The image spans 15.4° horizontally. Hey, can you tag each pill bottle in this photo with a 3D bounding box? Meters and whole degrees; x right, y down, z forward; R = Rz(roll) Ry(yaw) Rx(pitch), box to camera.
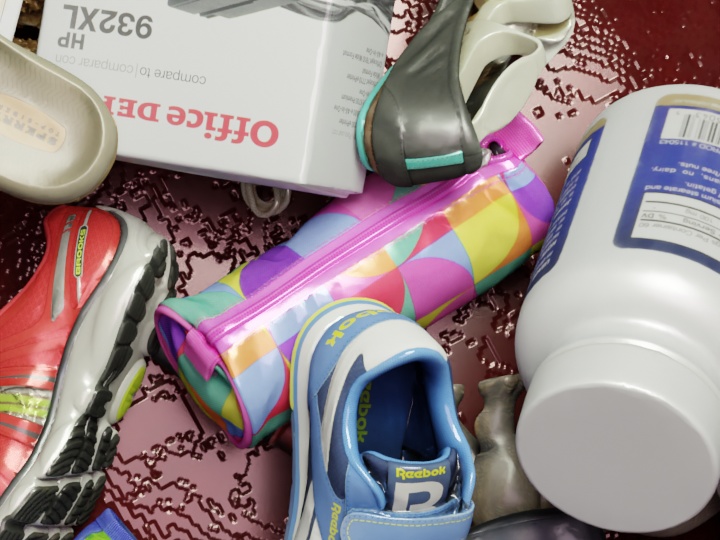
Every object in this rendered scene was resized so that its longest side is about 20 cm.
[{"bbox_3d":[0.135,0.018,1.207,0.120,0.120,0.200,27,44,-3],"label":"pill bottle"}]

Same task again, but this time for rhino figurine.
[{"bbox_3d":[0.133,0.088,1.291,0.200,0.060,0.088,-7,85,-13],"label":"rhino figurine"}]

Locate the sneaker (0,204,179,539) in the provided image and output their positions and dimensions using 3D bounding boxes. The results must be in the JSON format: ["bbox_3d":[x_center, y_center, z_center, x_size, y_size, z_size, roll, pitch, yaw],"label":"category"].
[{"bbox_3d":[-0.158,0.062,1.264,0.085,0.077,0.200,24,84,19],"label":"sneaker"}]

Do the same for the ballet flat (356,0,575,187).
[{"bbox_3d":[0.062,-0.110,1.261,0.068,0.068,0.200,4,48,24],"label":"ballet flat"}]

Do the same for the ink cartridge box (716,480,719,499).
[{"bbox_3d":[0.263,0.130,1.261,0.146,0.085,0.200,-25,103,-17],"label":"ink cartridge box"}]

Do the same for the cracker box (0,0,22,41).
[{"bbox_3d":[-0.220,-0.143,1.208,0.134,0.058,0.200,15,92,-16],"label":"cracker box"}]

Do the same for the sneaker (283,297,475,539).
[{"bbox_3d":[0.010,0.114,1.188,0.074,0.082,0.200,-7,95,-26],"label":"sneaker"}]

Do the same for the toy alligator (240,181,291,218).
[{"bbox_3d":[-0.049,-0.123,1.292,0.059,0.054,0.200,-9,85,19],"label":"toy alligator"}]

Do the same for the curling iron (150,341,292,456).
[{"bbox_3d":[-0.037,0.087,1.287,0.200,0.026,0.050,41,80,-1],"label":"curling iron"}]

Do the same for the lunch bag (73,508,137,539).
[{"bbox_3d":[-0.112,0.236,1.222,0.170,0.127,0.200,-42,78,-7],"label":"lunch bag"}]

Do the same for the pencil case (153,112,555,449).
[{"bbox_3d":[0.000,0.000,1.261,0.200,0.088,0.088,-36,90,-15],"label":"pencil case"}]

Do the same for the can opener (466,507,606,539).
[{"bbox_3d":[0.130,0.145,1.198,0.200,0.063,0.079,-9,99,24],"label":"can opener"}]

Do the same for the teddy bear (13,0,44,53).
[{"bbox_3d":[-0.220,-0.121,1.274,0.200,0.067,0.145,-10,95,-14],"label":"teddy bear"}]

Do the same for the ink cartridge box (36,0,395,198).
[{"bbox_3d":[-0.062,-0.143,1.223,0.145,0.084,0.200,10,92,19],"label":"ink cartridge box"}]

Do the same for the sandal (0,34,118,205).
[{"bbox_3d":[-0.199,-0.085,1.158,0.200,0.054,0.080,22,89,-9],"label":"sandal"}]
